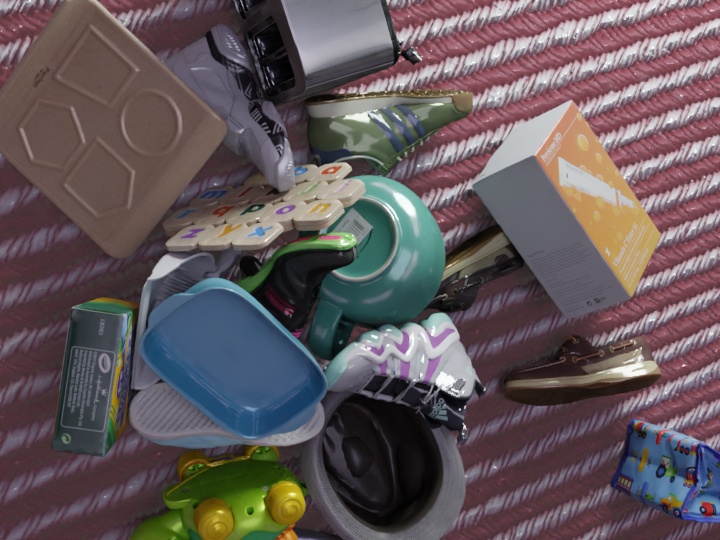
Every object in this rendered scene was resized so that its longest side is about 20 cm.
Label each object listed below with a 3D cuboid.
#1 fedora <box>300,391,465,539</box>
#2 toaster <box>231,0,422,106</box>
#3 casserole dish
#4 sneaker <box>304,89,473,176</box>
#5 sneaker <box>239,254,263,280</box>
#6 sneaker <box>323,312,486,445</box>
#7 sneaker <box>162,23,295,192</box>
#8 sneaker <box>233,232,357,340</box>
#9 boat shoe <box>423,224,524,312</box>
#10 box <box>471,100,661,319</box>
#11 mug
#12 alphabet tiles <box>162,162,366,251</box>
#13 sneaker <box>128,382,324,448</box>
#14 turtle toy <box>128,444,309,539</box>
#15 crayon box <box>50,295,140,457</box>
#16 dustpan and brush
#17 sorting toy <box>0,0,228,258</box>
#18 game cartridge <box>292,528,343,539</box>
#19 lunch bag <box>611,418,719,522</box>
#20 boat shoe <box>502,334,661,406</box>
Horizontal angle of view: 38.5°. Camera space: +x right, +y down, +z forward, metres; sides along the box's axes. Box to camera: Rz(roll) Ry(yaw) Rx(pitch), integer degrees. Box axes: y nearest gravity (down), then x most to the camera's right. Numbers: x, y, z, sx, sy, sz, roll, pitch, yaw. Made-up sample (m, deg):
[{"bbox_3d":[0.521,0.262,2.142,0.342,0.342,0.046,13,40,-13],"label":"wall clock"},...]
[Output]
[{"bbox_3d":[0.012,0.216,1.140,0.200,0.090,0.177,48,65,-7],"label":"fedora"},{"bbox_3d":[-0.052,-0.269,1.041,0.117,0.199,0.183,-23,101,-20],"label":"toaster"},{"bbox_3d":[-0.118,0.081,0.974,0.120,0.039,0.200,-35,123,15],"label":"casserole dish"},{"bbox_3d":[0.032,-0.153,1.151,0.197,0.067,0.091,-7,107,-20],"label":"sneaker"},{"bbox_3d":[-0.115,0.085,1.108,0.078,0.074,0.204,-6,95,-12],"label":"sneaker"},{"bbox_3d":[0.061,0.126,1.080,0.198,0.078,0.141,-16,64,-42],"label":"sneaker"},{"bbox_3d":[-0.147,-0.151,1.058,0.114,0.075,0.202,-25,71,-9],"label":"sneaker"},{"bbox_3d":[-0.068,0.026,1.018,0.076,0.199,0.085,-16,74,-53],"label":"sneaker"},{"bbox_3d":[0.109,0.017,1.178,0.199,0.073,0.065,-32,97,-14],"label":"boat shoe"},{"bbox_3d":[0.239,-0.068,1.181,0.201,0.097,0.125,52,48,-14],"label":"box"},{"bbox_3d":[0.010,-0.006,1.084,0.150,0.114,0.188,-6,78,12],"label":"mug"},{"bbox_3d":[-0.098,-0.063,1.036,0.196,0.197,0.015,-48,130,-51],"label":"alphabet tiles"},{"bbox_3d":[-0.138,0.148,1.069,0.197,0.082,0.075,6,73,-9],"label":"sneaker"},{"bbox_3d":[-0.146,0.258,1.078,0.197,0.146,0.103,-11,111,-16],"label":"turtle toy"},{"bbox_3d":[-0.246,0.094,0.993,0.051,0.200,0.128,8,91,-7],"label":"crayon box"},{"bbox_3d":[-0.169,0.018,1.048,0.056,0.201,0.141,15,125,1],"label":"dustpan and brush"},{"bbox_3d":[-0.255,-0.141,1.023,0.200,0.037,0.185,41,106,-4],"label":"sorting toy"},{"bbox_3d":[-0.074,0.360,1.158,0.197,0.041,0.135,10,94,-19],"label":"game cartridge"},{"bbox_3d":[0.438,0.265,1.263,0.198,0.150,0.095,19,87,-19],"label":"lunch bag"},{"bbox_3d":[0.262,0.114,1.248,0.197,0.072,0.073,-8,65,-8],"label":"boat shoe"}]
